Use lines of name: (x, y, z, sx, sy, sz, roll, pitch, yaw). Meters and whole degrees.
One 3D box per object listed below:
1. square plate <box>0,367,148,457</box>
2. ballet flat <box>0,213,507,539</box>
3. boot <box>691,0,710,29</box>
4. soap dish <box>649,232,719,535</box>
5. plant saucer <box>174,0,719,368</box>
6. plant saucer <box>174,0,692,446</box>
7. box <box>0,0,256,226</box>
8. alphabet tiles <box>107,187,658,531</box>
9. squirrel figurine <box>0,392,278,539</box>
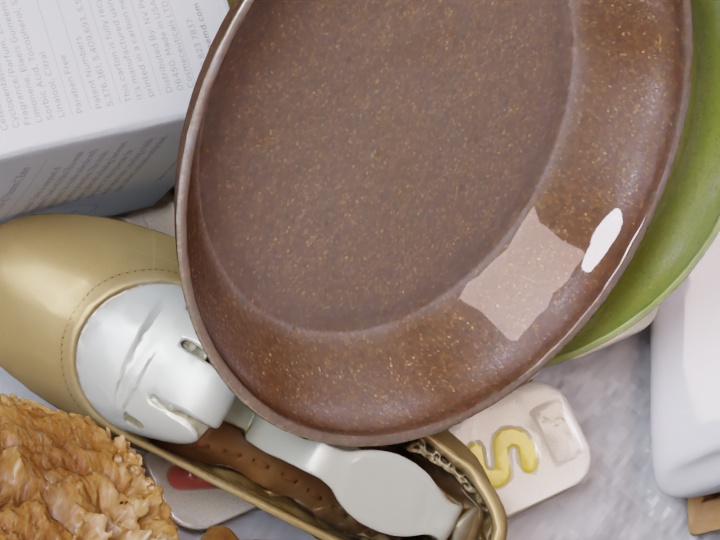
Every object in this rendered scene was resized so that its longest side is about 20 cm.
square plate: (-0.192, 0.041, 0.945, 0.200, 0.028, 0.198, 46, 66, -2)
ballet flat: (-0.034, 0.041, 0.934, 0.200, 0.063, 0.069, 28, 92, -20)
boot: (0.072, -0.137, 1.022, 0.200, 0.074, 0.075, 42, 55, 8)
soap dish: (0.170, -0.015, 1.015, 0.081, 0.157, 0.200, 9, 72, -25)
plant saucer: (0.032, -0.063, 0.974, 0.200, 0.031, 0.200, 2, 105, 6)
plant saucer: (0.017, -0.044, 0.897, 0.200, 0.037, 0.200, -20, 124, -33)
box: (-0.152, -0.058, 0.903, 0.200, 0.124, 0.098, -15, 82, -22)
alphabet tiles: (0.000, 0.000, 1.018, 0.196, 0.015, 0.200, -23, 83, -16)
squirrel figurine: (-0.073, 0.126, 0.888, 0.187, 0.142, 0.200, -39, 112, -31)
